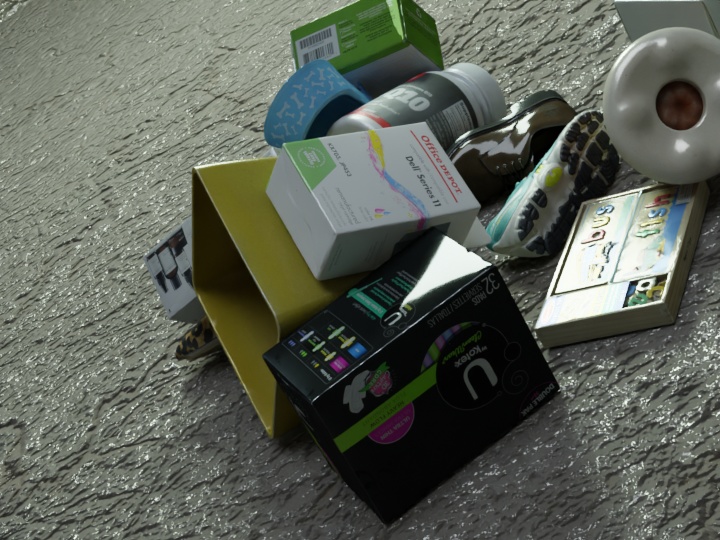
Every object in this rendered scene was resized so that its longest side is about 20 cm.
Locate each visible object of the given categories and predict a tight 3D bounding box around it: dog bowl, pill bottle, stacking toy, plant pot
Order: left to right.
[{"bbox_3d":[-0.045,0.006,1.684,0.175,0.201,0.201,-19,58,-19],"label":"plant pot"},{"bbox_3d":[-0.032,-0.161,1.935,0.049,0.200,0.112,38,96,25],"label":"dog bowl"},{"bbox_3d":[0.064,-0.151,1.923,0.113,0.115,0.199,0,25,46],"label":"pill bottle"},{"bbox_3d":[0.294,-0.149,1.714,0.145,0.147,0.200,-33,-1,-4],"label":"stacking toy"}]

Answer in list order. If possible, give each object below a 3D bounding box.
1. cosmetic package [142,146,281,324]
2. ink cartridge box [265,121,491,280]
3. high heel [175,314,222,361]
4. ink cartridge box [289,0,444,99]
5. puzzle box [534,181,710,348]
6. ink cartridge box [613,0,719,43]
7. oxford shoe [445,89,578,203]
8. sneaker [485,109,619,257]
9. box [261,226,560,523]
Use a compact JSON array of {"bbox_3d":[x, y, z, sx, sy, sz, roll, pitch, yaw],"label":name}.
[{"bbox_3d":[-0.133,-0.035,1.818,0.200,0.050,0.083,-39,65,23],"label":"cosmetic package"},{"bbox_3d":[0.028,-0.069,1.609,0.198,0.068,0.118,-12,55,-31],"label":"ink cartridge box"},{"bbox_3d":[-0.146,-0.002,1.884,0.199,0.143,0.071,-34,-11,17],"label":"high heel"},{"bbox_3d":[0.031,-0.236,2.040,0.147,0.200,0.077,-20,66,24],"label":"ink cartridge box"},{"bbox_3d":[0.246,-0.011,1.629,0.132,0.026,0.201,-14,31,31],"label":"puzzle box"},{"bbox_3d":[0.399,-0.321,1.931,0.200,0.083,0.146,-45,29,-22],"label":"ink cartridge box"},{"bbox_3d":[0.150,-0.112,1.857,0.199,0.073,0.085,-37,39,0],"label":"oxford shoe"},{"bbox_3d":[0.192,-0.090,1.773,0.200,0.078,0.079,-48,22,-29],"label":"sneaker"},{"bbox_3d":[0.043,0.089,1.534,0.199,0.149,0.124,-37,28,-10],"label":"box"}]
